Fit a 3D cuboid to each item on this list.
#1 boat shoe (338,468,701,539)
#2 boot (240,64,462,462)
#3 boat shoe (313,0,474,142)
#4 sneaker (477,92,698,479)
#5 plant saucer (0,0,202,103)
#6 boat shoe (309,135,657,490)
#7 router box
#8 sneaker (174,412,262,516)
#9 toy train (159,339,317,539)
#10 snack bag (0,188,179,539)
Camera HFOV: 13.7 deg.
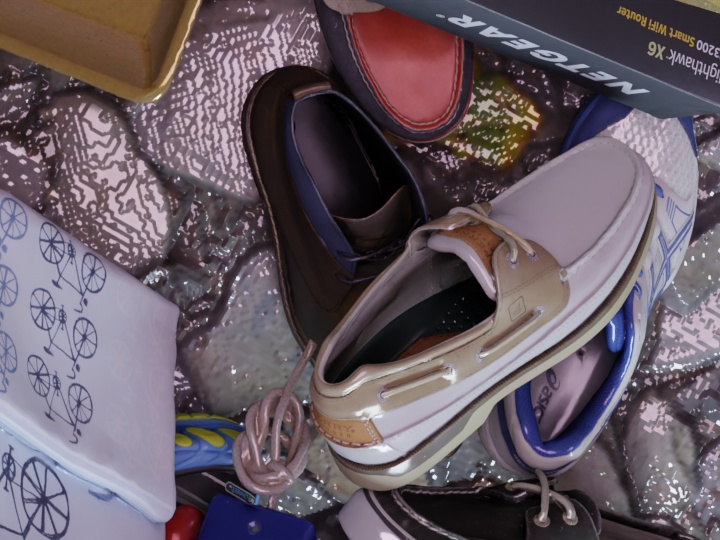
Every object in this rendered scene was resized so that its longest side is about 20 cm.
[{"bbox_3d":[0.078,0.122,1.368,0.199,0.071,0.064,19,114,-38],"label":"boat shoe"},{"bbox_3d":[0.000,0.000,1.375,0.074,0.097,0.201,-25,94,-7],"label":"boot"},{"bbox_3d":[0.010,-0.154,1.345,0.071,0.063,0.201,-13,97,-7],"label":"boat shoe"},{"bbox_3d":[0.116,0.004,1.396,0.075,0.088,0.201,17,87,-6],"label":"sneaker"},{"bbox_3d":[-0.138,-0.197,1.355,0.199,0.048,0.201,22,91,12],"label":"plant saucer"},{"bbox_3d":[0.057,0.008,1.324,0.075,0.069,0.200,30,68,35],"label":"boat shoe"},{"bbox_3d":[0.094,-0.172,1.336,0.199,0.052,0.158,18,78,-35],"label":"router box"},{"bbox_3d":[-0.136,0.116,1.361,0.198,0.071,0.083,-5,102,-23],"label":"sneaker"},{"bbox_3d":[-0.041,0.144,1.367,0.084,0.116,0.201,16,70,18],"label":"toy train"},{"bbox_3d":[-0.127,0.076,1.248,0.021,0.188,0.201,-12,62,24],"label":"snack bag"}]
